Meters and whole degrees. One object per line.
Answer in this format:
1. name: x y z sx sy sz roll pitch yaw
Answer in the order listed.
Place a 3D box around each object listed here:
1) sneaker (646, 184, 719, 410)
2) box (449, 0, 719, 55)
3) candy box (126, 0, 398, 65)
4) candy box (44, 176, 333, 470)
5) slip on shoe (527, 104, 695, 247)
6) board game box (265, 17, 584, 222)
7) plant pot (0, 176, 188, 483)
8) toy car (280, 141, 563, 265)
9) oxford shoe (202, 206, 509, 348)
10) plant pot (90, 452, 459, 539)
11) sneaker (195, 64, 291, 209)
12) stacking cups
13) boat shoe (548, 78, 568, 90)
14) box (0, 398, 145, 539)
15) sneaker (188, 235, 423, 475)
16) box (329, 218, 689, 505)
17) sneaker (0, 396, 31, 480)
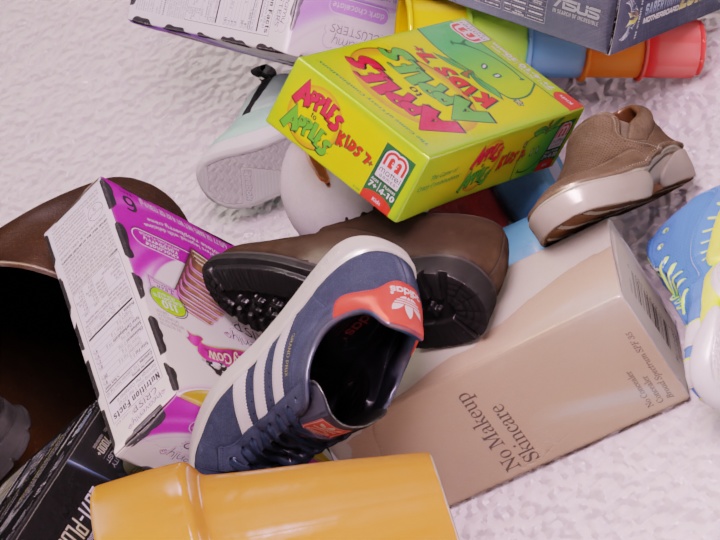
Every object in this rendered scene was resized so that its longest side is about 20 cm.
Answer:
1. sneaker: 0.208 0.014 1.597 0.105 0.076 0.200 -22 26 43
2. box: 0.118 -0.203 1.788 0.199 0.051 0.158 22 28 29
3. candy box: -0.038 -0.180 1.964 0.200 0.167 0.072 16 93 51
4. candy box: -0.105 0.048 1.688 0.061 0.136 0.200 -44 43 21
5. slip on shoe: 0.144 -0.062 1.655 0.076 0.061 0.200 -28 -3 28
6. board game box: 0.042 -0.093 1.651 0.200 0.101 0.048 -21 -35 -57
7. plant pot: -0.186 0.026 1.868 0.186 0.187 0.200 -18 23 27
8. toy car: 0.011 -0.049 1.728 0.184 0.200 0.177 -24 35 19
9. oxford shoe: 0.000 0.000 1.635 0.199 0.073 0.085 1 43 28
10. plant pot: -0.029 0.185 1.502 0.183 0.201 0.200 -18 34 -1
11. sneaker: -0.013 -0.113 1.953 0.200 0.074 0.118 -10 33 27
12. stacking cups: 0.124 -0.146 1.789 0.199 0.061 0.061 2 36 -6
13. boat shoe: 0.123 -0.156 1.887 0.066 0.072 0.200 -31 25 50
14. box: -0.195 0.191 1.651 0.164 0.086 0.200 -40 14 42
15. sneaker: -0.030 0.078 1.546 0.200 0.075 0.085 -58 31 25
16. box: 0.081 0.062 1.623 0.199 0.095 0.078 -27 34 17
17. sneaker: -0.300 0.141 1.748 0.200 0.091 0.076 -52 27 -19
